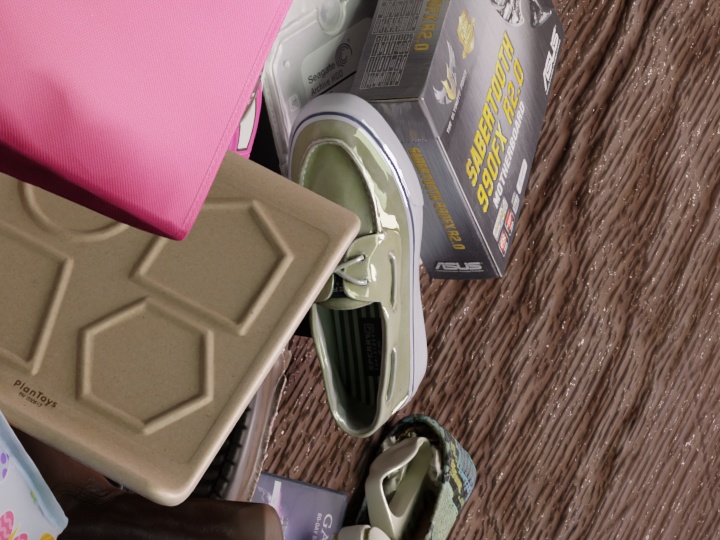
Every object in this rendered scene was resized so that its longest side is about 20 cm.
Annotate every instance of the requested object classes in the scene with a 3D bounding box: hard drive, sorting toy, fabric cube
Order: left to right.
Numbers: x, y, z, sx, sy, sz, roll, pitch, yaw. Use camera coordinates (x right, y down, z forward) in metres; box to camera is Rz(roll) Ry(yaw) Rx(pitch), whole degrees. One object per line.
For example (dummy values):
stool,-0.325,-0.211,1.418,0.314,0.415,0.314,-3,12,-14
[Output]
fabric cube,-0.160,-0.154,1.168,0.199,0.200,0.197,27,85,-49
sorting toy,-0.123,0.007,1.392,0.200,0.185,0.037,-56,167,-30
hard drive,-0.013,-0.079,1.608,0.140,0.038,0.201,-36,123,-42

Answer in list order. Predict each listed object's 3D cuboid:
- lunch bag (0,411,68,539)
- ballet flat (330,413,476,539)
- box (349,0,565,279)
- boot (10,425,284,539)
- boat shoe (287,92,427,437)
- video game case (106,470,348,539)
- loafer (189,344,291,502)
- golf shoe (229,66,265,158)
lunch bag,-0.251,0.104,1.278,0.170,0.127,0.200,-55,144,-26
ballet flat,0.012,0.161,1.644,0.200,0.074,0.074,-66,143,-48
box,0.060,-0.120,1.628,0.159,0.048,0.200,64,33,-45
boot,-0.109,0.107,1.390,0.064,0.200,0.187,-7,102,-51
boat shoe,0.000,0.000,1.542,0.062,0.072,0.201,-63,146,-56
video game case,-0.087,0.180,1.579,0.200,0.019,0.143,20,81,-52
loafer,-0.065,0.058,1.525,0.071,0.073,0.201,38,59,-53
golf shoe,-0.100,-0.049,1.491,0.092,0.072,0.201,63,47,-69
